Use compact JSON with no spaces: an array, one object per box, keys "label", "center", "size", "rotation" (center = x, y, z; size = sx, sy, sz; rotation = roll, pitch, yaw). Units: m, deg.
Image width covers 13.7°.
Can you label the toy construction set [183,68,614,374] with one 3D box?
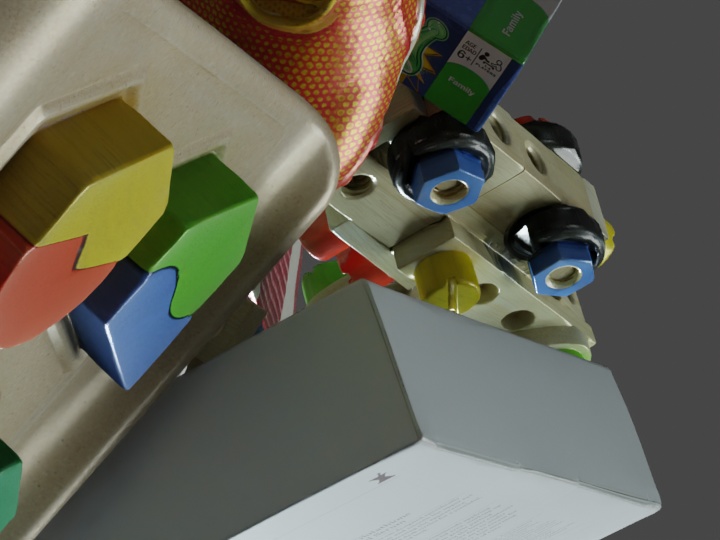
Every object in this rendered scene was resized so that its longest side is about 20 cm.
[{"label":"toy construction set","center":[0.000,0.000,0.875],"size":[0.131,0.092,0.200],"rotation":[-30,156,22]}]

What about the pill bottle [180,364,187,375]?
[{"label":"pill bottle","center":[-0.110,0.031,0.980],"size":[0.104,0.104,0.200],"rotation":[-61,169,-60]}]

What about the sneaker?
[{"label":"sneaker","center":[-0.019,-0.107,0.736],"size":[0.077,0.073,0.200],"rotation":[-60,156,-64]}]

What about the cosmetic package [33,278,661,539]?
[{"label":"cosmetic package","center":[-0.037,0.077,0.831],"size":[0.200,0.052,0.151],"rotation":[-28,160,21]}]

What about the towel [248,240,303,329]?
[{"label":"towel","center":[-0.037,-0.066,0.939],"size":[0.200,0.023,0.144],"rotation":[77,18,-62]}]

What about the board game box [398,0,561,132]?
[{"label":"board game box","center":[0.020,-0.145,0.864],"size":[0.200,0.135,0.034],"rotation":[-60,-177,-41]}]

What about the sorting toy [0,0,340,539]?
[{"label":"sorting toy","center":[-0.086,0.022,0.660],"size":[0.185,0.036,0.200],"rotation":[-48,162,3]}]
